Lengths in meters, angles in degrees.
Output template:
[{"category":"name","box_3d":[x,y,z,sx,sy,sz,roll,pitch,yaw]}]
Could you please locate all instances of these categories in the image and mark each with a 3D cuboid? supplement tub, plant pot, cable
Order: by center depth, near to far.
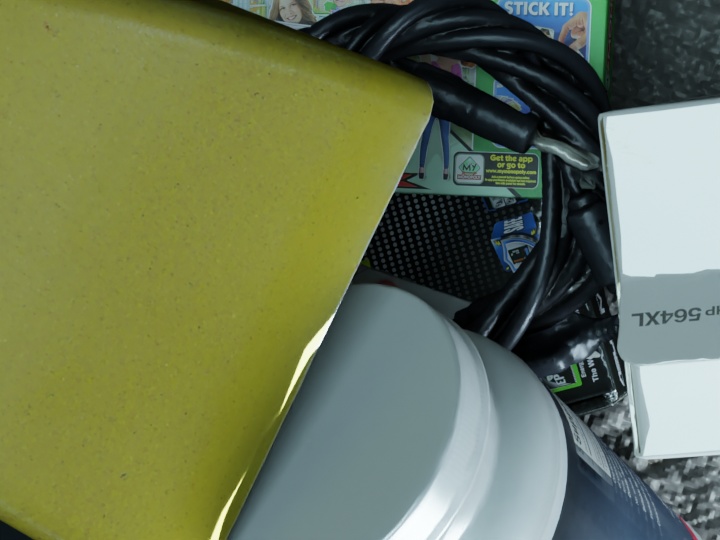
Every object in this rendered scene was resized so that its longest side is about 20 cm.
[{"category":"plant pot","box_3d":[-0.130,-0.028,0.829,0.200,0.176,0.200,28,93,56]},{"category":"supplement tub","box_3d":[0.036,0.108,0.879,0.140,0.200,0.141,-22,47,26]},{"category":"cable","box_3d":[0.004,-0.020,0.920,0.200,0.051,0.163,-13,112,21]}]

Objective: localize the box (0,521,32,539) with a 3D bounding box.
[{"category":"box","box_3d":[-0.199,0.069,1.030,0.200,0.079,0.141,41,114,16]}]

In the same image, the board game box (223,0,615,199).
[{"category":"board game box","box_3d":[0.002,-0.098,0.956,0.200,0.029,0.135,3,92,13]}]

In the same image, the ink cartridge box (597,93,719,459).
[{"category":"ink cartridge box","box_3d":[0.168,-0.007,0.878,0.128,0.200,0.125,-7,93,15]}]

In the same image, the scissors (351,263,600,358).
[{"category":"scissors","box_3d":[0.000,0.000,0.974,0.200,0.014,0.073,1,92,18]}]

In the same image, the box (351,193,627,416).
[{"category":"box","box_3d":[-0.005,-0.015,1.005,0.193,0.048,0.200,-15,90,15]}]
